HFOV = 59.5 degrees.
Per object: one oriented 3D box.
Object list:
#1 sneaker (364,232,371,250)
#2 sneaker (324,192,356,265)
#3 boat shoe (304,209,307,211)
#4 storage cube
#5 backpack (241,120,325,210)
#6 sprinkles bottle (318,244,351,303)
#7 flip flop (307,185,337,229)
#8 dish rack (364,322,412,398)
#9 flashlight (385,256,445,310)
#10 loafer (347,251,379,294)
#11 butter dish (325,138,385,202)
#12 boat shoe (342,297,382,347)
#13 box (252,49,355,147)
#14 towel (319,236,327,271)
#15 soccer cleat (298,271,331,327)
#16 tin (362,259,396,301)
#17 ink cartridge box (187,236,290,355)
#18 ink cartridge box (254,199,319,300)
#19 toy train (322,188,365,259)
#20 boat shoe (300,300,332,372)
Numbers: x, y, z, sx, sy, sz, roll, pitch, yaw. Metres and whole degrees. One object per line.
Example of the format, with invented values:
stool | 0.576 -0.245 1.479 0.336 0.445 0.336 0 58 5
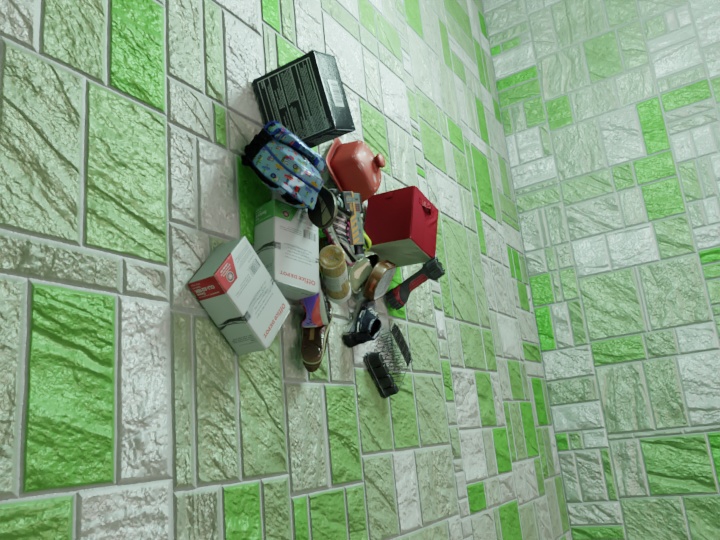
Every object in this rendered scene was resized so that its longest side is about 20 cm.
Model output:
sneaker | -0.045 -0.135 1.800 0.201 0.074 0.084 57 0 -16
sneaker | -0.050 -0.113 1.605 0.202 0.087 0.074 62 -10 2
boat shoe | -0.158 -0.214 1.622 0.202 0.068 0.072 66 31 -16
storage cube | 0.128 -0.131 1.955 0.171 0.198 0.182 36 54 -48
backpack | -0.163 -0.236 1.461 0.182 0.135 0.200 35 7 -36
sprinkles bottle | -0.064 0.013 1.602 0.201 0.067 0.069 82 9 -62
flip flop | -0.094 -0.157 1.519 0.058 0.081 0.200 42 6 -33
dish rack | 0.090 0.258 1.862 0.155 0.054 0.200 65 29 -21
flashlight | 0.170 0.044 1.936 0.068 0.199 0.068 45 23 -25
loafer | 0.000 0.000 1.801 0.076 0.068 0.201 61 33 -23
butter dish | 0.005 -0.296 1.840 0.201 0.146 0.200 59 23 -25
boat shoe | 0.028 0.139 1.764 0.075 0.092 0.201 60 33 -24
box | -0.144 -0.422 1.608 0.123 0.196 0.203 -21 95 -62
towel | -0.127 -0.031 1.648 0.200 0.018 0.087 -27 100 -60
soccer cleat | -0.125 0.048 1.554 0.068 0.072 0.202 75 1 -61
tin | 0.058 0.030 1.839 0.113 0.042 0.200 -63 168 12
ink cartridge box | -0.251 0.055 1.332 0.201 0.083 0.145 60 32 -24
ink cartridge box | -0.175 -0.045 1.490 0.145 0.083 0.203 20 61 -45
toy train | -0.043 -0.122 1.700 0.113 0.085 0.203 -4 81 -30
boat shoe | -0.112 0.162 1.557 0.204 0.074 0.075 -77 171 -47
